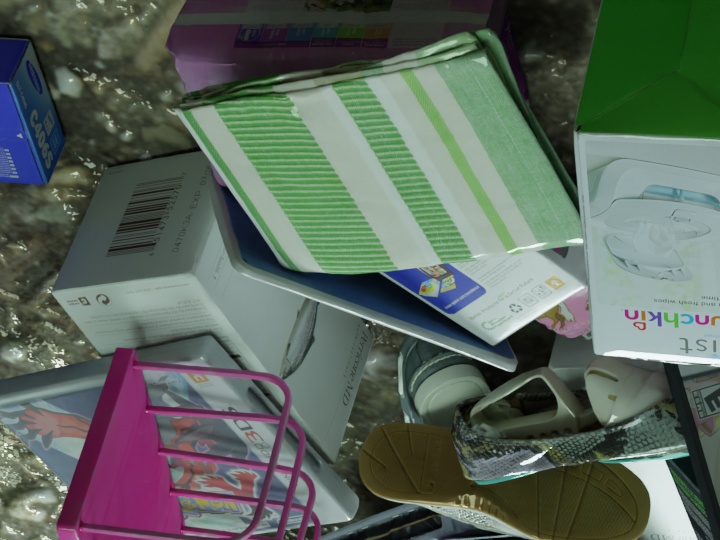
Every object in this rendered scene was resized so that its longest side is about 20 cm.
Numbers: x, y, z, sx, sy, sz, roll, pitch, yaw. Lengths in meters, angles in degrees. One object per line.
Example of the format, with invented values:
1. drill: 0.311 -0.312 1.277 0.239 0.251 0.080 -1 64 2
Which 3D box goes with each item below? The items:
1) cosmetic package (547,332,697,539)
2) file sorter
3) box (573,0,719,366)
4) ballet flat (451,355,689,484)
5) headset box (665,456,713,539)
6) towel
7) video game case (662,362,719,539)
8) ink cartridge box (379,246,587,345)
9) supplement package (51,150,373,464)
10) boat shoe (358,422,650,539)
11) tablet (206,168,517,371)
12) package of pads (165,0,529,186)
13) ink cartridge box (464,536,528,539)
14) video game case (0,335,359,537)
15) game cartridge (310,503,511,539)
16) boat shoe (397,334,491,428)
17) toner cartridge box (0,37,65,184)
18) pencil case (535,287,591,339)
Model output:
1. cosmetic package: 0.203 0.100 1.417 0.113 0.081 0.200 0 138 23
2. file sorter: -0.098 0.170 1.344 0.125 0.139 0.200 5 140 12
3. box: 0.175 -0.080 1.118 0.096 0.200 0.177 4 139 15
4. ballet flat: 0.140 0.090 1.318 0.200 0.072 0.072 -13 133 33
5. headset box: 0.307 0.145 1.359 0.174 0.093 0.200 -32 132 -7
6. towel: 0.013 -0.059 1.164 0.200 0.023 0.153 -8 132 30
7. video game case: 0.290 0.108 1.257 0.180 0.201 0.026 -16 178 -6
8. ink cartridge box: 0.033 -0.032 1.238 0.200 0.037 0.095 31 141 -20
9. supplement package: -0.094 0.031 1.412 0.117 0.117 0.200 -8 136 29
10. boat shoe: 0.102 0.144 1.420 0.199 0.071 0.069 12 170 18
11. tablet: 0.000 0.000 1.315 0.200 0.130 0.014 20 114 -23
12. package of pads: -0.005 -0.107 1.249 0.199 0.076 0.121 2 142 18
13. ink cartridge box: 0.155 0.210 1.496 0.200 0.042 0.119 4 177 -37
14. video game case: -0.129 0.123 1.425 0.200 0.023 0.182 -12 132 35
15. game cartridge: 0.060 0.198 1.575 0.133 0.041 0.200 11 153 -44
16. boat shoe: 0.066 0.103 1.502 0.073 0.062 0.200 -26 149 -4
17. toner cartridge box: -0.302 -0.109 1.377 0.199 0.043 0.095 5 141 15
18. pencil case: 0.195 -0.018 1.280 0.200 0.083 0.087 -14 131 32
